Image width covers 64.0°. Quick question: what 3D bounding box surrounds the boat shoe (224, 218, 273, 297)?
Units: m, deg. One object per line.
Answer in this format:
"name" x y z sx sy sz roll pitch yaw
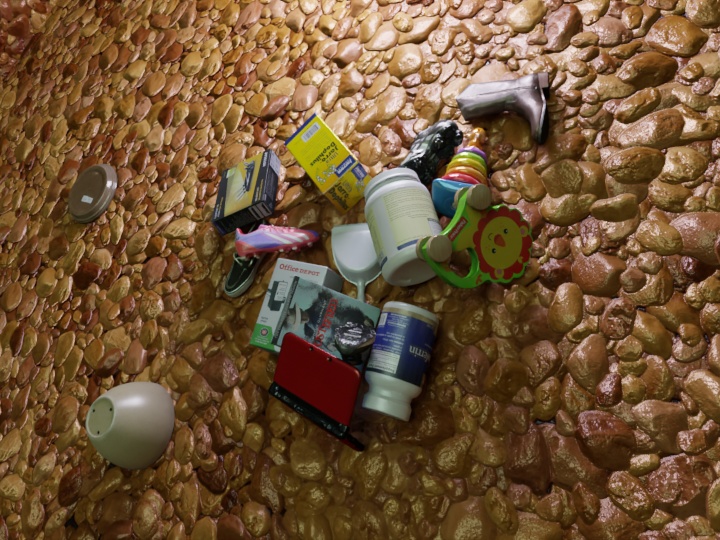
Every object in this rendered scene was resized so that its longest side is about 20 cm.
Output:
"boat shoe" -0.277 -0.033 1.390 0.070 0.064 0.203 26 84 33

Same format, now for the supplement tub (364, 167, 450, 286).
"supplement tub" 0.089 -0.088 1.169 0.142 0.145 0.204 -24 64 16

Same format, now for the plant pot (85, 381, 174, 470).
"plant pot" -0.553 0.350 1.338 0.196 0.134 0.206 -11 65 23

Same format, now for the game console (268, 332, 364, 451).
"game console" -0.070 0.237 1.119 0.197 0.173 0.120 23 72 33

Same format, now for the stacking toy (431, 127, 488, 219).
"stacking toy" 0.223 -0.213 1.191 0.113 0.110 0.204 12 64 16

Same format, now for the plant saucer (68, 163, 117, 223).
"plant saucer" -0.836 -0.244 1.787 0.195 0.029 0.205 -10 66 23

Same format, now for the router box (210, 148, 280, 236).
"router box" -0.282 -0.197 1.432 0.154 0.052 0.203 -20 44 19

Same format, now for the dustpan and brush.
"dustpan and brush" 0.000 0.000 1.246 0.136 0.058 0.205 -4 61 12

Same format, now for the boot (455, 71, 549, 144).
"boot" 0.294 -0.331 1.212 0.195 0.065 0.190 -1 57 23

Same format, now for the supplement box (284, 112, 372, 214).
"supplement box" -0.073 -0.250 1.344 0.109 0.109 0.201 -41 57 5

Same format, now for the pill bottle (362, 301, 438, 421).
"pill bottle" 0.073 0.172 1.095 0.113 0.115 0.205 9 75 29

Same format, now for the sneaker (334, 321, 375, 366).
"sneaker" -0.009 0.145 1.079 0.072 0.200 0.082 10 89 7

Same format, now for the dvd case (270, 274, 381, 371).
"dvd case" -0.069 0.114 1.179 0.196 0.022 0.149 22 77 -7

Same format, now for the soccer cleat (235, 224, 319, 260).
"soccer cleat" -0.194 -0.076 1.330 0.194 0.067 0.079 -12 86 0

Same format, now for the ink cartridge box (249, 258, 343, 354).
"ink cartridge box" -0.137 0.087 1.257 0.143 0.083 0.205 9 74 29

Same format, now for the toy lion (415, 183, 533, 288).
"toy lion" 0.226 -0.046 1.071 0.201 0.192 0.068 -49 15 -14

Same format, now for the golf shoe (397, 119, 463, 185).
"golf shoe" 0.136 -0.250 1.269 0.199 0.078 0.095 -40 33 12
